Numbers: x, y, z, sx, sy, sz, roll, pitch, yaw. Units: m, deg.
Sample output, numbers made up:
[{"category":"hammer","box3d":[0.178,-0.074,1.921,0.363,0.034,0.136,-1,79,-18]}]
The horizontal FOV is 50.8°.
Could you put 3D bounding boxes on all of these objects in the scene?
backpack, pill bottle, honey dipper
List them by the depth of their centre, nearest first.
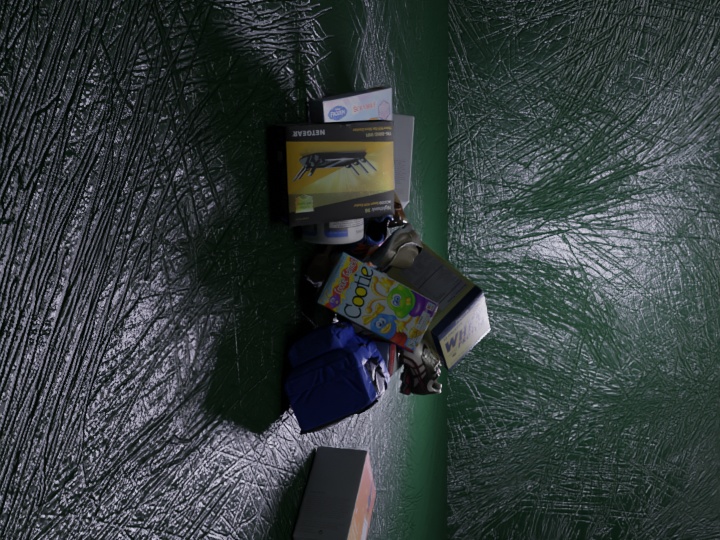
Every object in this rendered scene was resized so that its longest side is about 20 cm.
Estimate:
[{"category":"pill bottle","box3d":[-0.051,-0.154,1.333,0.114,0.112,0.202,-41,132,-72]},{"category":"backpack","box3d":[-0.034,0.178,1.356,0.200,0.161,0.170,-5,77,-75]},{"category":"honey dipper","box3d":[-0.065,-0.038,1.472,0.200,0.038,0.038,-70,158,-63]}]

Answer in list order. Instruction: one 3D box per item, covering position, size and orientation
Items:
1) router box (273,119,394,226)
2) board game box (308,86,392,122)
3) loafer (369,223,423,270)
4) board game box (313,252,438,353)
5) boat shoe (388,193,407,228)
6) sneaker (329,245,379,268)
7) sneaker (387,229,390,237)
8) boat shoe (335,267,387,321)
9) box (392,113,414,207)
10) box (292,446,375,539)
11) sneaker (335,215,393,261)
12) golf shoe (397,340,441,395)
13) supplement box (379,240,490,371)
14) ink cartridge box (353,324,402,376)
[{"category":"router box","box3d":[-0.040,-0.162,1.239,0.052,0.198,0.159,23,-62,58]},{"category":"board game box","box3d":[-0.012,-0.239,1.459,0.199,0.041,0.202,-23,118,-45]},{"category":"loafer","box3d":[0.081,-0.040,1.481,0.070,0.075,0.200,47,28,3]},{"category":"board game box","box3d":[0.025,0.060,1.401,0.104,0.199,0.105,-62,-174,-4]},{"category":"boat shoe","box3d":[0.050,-0.123,1.527,0.200,0.075,0.075,-110,-171,-85]},{"category":"sneaker","box3d":[0.000,0.000,1.582,0.199,0.078,0.078,-13,120,-51]},{"category":"sneaker","box3d":[0.023,-0.072,1.726,0.201,0.080,0.089,-68,158,-57]},{"category":"boat shoe","box3d":[-0.013,0.046,1.540,0.200,0.062,0.073,-48,-166,54]},{"category":"box","box3d":[0.060,-0.245,1.747,0.124,0.096,0.202,130,-34,-77]},{"category":"box","box3d":[-0.045,0.470,1.469,0.201,0.105,0.153,-73,160,-46]},{"category":"sneaker","box3d":[0.007,-0.069,1.420,0.079,0.075,0.201,63,-30,30]},{"category":"golf shoe","box3d":[0.125,0.180,1.562,0.078,0.087,0.201,-68,159,-43]},{"category":"supplement box","box3d":[0.153,0.072,1.612,0.134,0.200,0.200,-43,151,-10]},{"category":"ink cartridge box","box3d":[0.011,0.163,1.570,0.200,0.144,0.084,-9,103,-76]}]
